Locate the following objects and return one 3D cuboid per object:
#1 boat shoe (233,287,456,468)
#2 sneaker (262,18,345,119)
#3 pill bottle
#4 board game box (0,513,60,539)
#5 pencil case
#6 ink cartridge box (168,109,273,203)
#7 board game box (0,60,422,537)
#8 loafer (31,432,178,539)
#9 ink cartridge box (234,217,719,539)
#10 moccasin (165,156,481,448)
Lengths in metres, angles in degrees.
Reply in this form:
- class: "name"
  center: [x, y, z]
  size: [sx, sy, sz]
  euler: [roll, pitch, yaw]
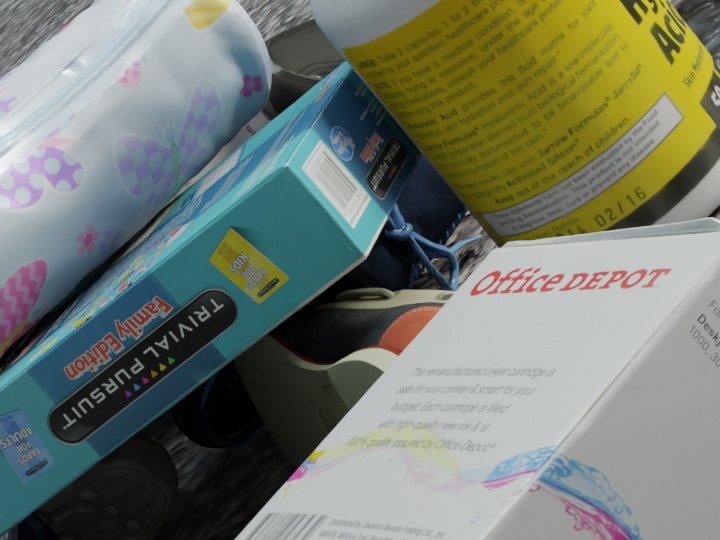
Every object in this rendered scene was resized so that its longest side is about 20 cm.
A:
- class: "boat shoe"
  center: [0.008, 0.038, 1.108]
  size: [0.063, 0.071, 0.200]
  euler: [-35, 10, -19]
- class: "sneaker"
  center: [0.039, -0.119, 1.281]
  size: [0.200, 0.079, 0.075]
  euler: [-21, 47, -23]
- class: "pill bottle"
  center: [0.051, -0.096, 1.124]
  size: [0.111, 0.200, 0.111]
  euler: [-36, 19, 14]
- class: "board game box"
  center: [-0.188, 0.204, 1.124]
  size: [0.200, 0.062, 0.200]
  euler: [-39, 18, 9]
- class: "pencil case"
  center: [-0.125, -0.042, 1.176]
  size: [0.083, 0.091, 0.200]
  euler: [26, 56, 33]
- class: "ink cartridge box"
  center: [-0.126, -0.018, 1.335]
  size: [0.200, 0.084, 0.145]
  euler: [-45, 5, 3]
- class: "board game box"
  center: [-0.070, 0.009, 1.144]
  size: [0.200, 0.047, 0.151]
  euler: [-38, 9, 22]
- class: "loafer"
  center: [-0.150, 0.108, 1.261]
  size: [0.200, 0.070, 0.070]
  euler: [-28, 34, 36]
- class: "ink cartridge box"
  center: [0.041, 0.084, 0.905]
  size: [0.200, 0.085, 0.144]
  euler: [-49, 20, -21]
- class: "moccasin"
  center: [0.000, 0.000, 1.235]
  size: [0.200, 0.080, 0.068]
  euler: [-54, 21, 6]
